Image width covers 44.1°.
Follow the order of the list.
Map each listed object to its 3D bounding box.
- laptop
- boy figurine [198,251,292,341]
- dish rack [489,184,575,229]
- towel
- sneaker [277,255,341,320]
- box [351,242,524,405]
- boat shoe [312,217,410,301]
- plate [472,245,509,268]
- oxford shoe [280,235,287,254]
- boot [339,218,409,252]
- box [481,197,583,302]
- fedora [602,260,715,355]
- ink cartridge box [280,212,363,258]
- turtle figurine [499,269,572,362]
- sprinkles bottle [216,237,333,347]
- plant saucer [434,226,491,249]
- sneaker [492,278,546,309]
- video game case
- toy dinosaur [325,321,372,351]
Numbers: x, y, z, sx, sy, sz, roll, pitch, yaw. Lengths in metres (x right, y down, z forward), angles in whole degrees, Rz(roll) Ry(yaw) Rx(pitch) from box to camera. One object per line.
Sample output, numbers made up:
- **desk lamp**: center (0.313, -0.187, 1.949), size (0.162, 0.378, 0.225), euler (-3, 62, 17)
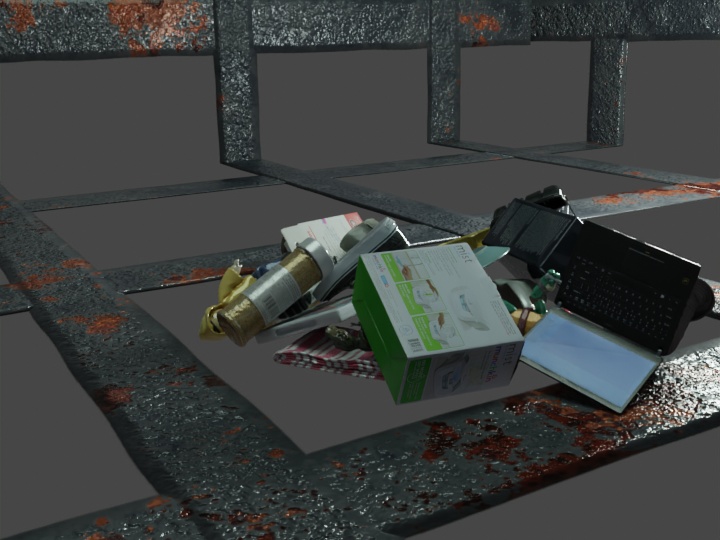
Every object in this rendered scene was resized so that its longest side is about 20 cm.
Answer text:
- **laptop**: center (0.322, 0.054, 1.185), size (0.175, 0.204, 0.102), euler (27, 14, 34)
- **boy figurine**: center (-0.183, 0.044, 1.445), size (0.198, 0.126, 0.064), euler (-32, 2, -25)
- **dish rack**: center (0.352, -0.066, 1.697), size (0.151, 0.201, 0.055), euler (-21, 38, 26)
- **towel**: center (-0.014, 0.115, 1.334), size (0.196, 0.031, 0.146), euler (6, 16, 25)
- **sneaker**: center (-0.113, 0.045, 1.553), size (0.197, 0.080, 0.090), euler (-20, -10, -29)
- **box**: center (0.101, 0.065, 1.224), size (0.172, 0.098, 0.202), euler (-7, 44, -20)
- **boat shoe**: center (0.000, 0.000, 1.463), size (0.199, 0.071, 0.072), euler (-41, 5, 30)
- **plate**: center (0.149, 0.001, 1.442), size (0.197, 0.026, 0.200), euler (-27, 2, 1)
- **oxford shoe**: center (-0.090, -0.039, 1.847), size (0.073, 0.072, 0.199), euler (0, 16, -34)
- **boot**: center (0.086, -0.026, 1.625), size (0.180, 0.074, 0.199), euler (-21, 45, -40)
- **box**: center (0.331, -0.025, 1.548), size (0.148, 0.108, 0.200), euler (41, -4, -26)
- **fedora**: center (0.409, 0.066, 1.279), size (0.173, 0.092, 0.200), euler (18, -15, 1)
- **ink cartridge box**: center (-0.066, -0.033, 1.705), size (0.197, 0.118, 0.068), euler (-13, -25, -41)
- **turtle figurine**: center (0.244, 0.079, 1.328), size (0.196, 0.101, 0.152), euler (10, 58, 21)
- **sprinkles bottle**: center (-0.132, 0.032, 1.396), size (0.199, 0.069, 0.068), euler (-40, 32, -23)
- **plant saucer**: center (0.201, -0.040, 1.770), size (0.197, 0.049, 0.198), euler (-20, 1, 40)
- **sneaker**: center (0.277, 0.047, 1.480), size (0.082, 0.075, 0.200), euler (-4, 14, -2)
- **video game case**: center (-0.044, 0.064, 1.421), size (0.180, 0.023, 0.199), euler (-17, 2, 37)
- **toy dinosaur**: center (0.039, 0.087, 1.299), size (0.195, 0.049, 0.088), euler (-3, 27, -13)
